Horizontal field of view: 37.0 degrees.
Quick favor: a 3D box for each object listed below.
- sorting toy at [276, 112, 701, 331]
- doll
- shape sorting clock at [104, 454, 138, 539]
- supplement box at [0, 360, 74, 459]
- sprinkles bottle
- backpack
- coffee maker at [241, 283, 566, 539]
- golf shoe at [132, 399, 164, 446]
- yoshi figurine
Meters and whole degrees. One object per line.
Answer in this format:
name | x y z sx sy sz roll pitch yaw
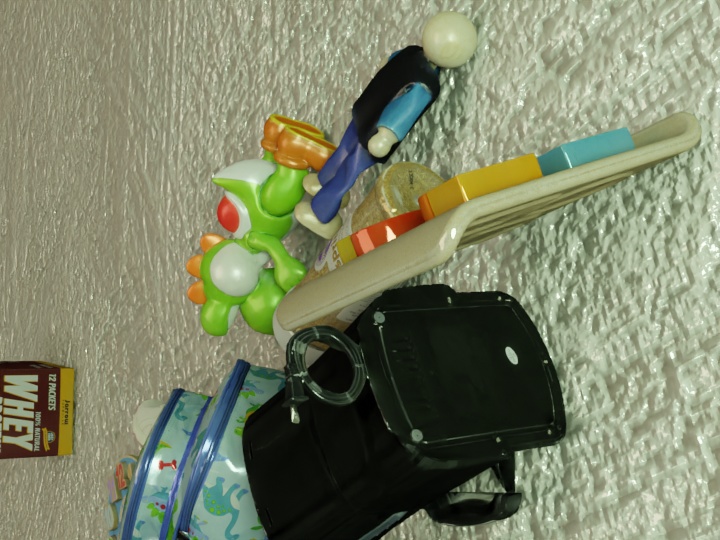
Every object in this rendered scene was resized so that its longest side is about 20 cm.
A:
sorting toy | 0.065 -0.032 0.604 0.185 0.199 0.037 -26 88 56
doll | 0.018 -0.117 0.810 0.200 0.048 0.137 -50 19 38
shape sorting clock | -0.276 0.326 1.312 0.200 0.039 0.201 -6 83 60
supplement box | -0.563 0.210 1.651 0.197 0.199 0.134 -2 87 60
sprinkles bottle | 0.000 0.000 0.832 0.200 0.068 0.069 -49 48 46
backpack | -0.115 0.178 0.900 0.183 0.146 0.201 -76 8 -67
coffee maker | -0.001 0.099 0.704 0.200 0.191 0.135 -45 32 46
golf shoe | -0.182 0.170 1.145 0.200 0.075 0.092 30 99 54
yoshi figurine | -0.071 -0.026 0.950 0.112 0.112 0.201 31 104 24
